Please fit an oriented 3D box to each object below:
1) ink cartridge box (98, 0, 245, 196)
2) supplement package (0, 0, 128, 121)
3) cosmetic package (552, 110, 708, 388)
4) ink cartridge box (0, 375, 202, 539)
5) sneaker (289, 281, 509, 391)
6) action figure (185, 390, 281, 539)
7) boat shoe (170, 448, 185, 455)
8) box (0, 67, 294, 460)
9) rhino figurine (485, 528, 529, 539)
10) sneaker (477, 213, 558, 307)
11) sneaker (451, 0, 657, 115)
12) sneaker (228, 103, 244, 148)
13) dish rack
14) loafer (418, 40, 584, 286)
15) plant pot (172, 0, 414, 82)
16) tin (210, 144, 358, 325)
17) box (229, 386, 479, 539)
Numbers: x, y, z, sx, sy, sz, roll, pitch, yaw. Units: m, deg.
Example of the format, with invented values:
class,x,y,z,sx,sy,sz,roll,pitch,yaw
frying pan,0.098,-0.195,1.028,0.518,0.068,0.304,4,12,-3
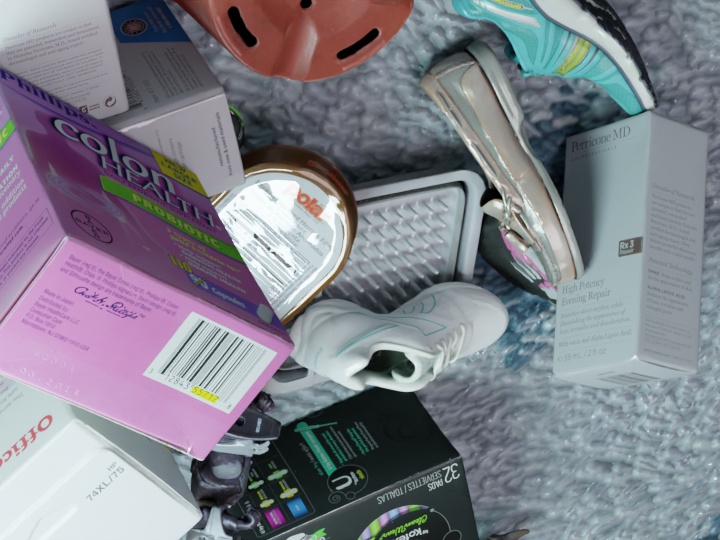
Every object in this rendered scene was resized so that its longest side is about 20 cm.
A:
class,x,y,z,sx,sy,sz,roll,pitch,yaw
ink cartridge box,-0.198,-0.093,1.367,0.199,0.147,0.086,-22,130,-11
supplement package,-0.252,-0.198,1.269,0.151,0.151,0.201,-18,127,-14
cosmetic package,0.212,-0.014,1.581,0.074,0.101,0.201,14,72,-35
ink cartridge box,-0.238,0.134,1.462,0.147,0.200,0.146,-42,129,5
sneaker,0.043,0.061,1.565,0.199,0.080,0.071,-9,123,-35
action figure,-0.096,0.132,1.476,0.069,0.131,0.200,0,152,-5
boat shoe,-0.121,0.066,1.563,0.075,0.062,0.201,4,119,-30
box,-0.161,-0.007,1.217,0.176,0.200,0.097,28,108,-38
rhino figurine,0.078,0.300,1.813,0.200,0.060,0.087,-45,143,5
sneaker,0.175,-0.012,1.662,0.200,0.080,0.087,38,77,-36
sneaker,0.152,-0.180,1.541,0.200,0.078,0.080,35,117,-30
sneaker,-0.165,-0.051,1.451,0.199,0.084,0.077,-33,130,-3
dish rack,0.000,0.000,1.575,0.199,0.044,0.172,-12,125,-31
loafer,0.107,-0.074,1.548,0.063,0.072,0.201,-25,100,-7
plant pot,-0.061,-0.230,1.313,0.200,0.195,0.202,-12,125,-18
tin,-0.088,-0.004,1.472,0.112,0.042,0.200,40,110,-17
box,-0.018,0.210,1.668,0.199,0.124,0.149,-23,128,-12
